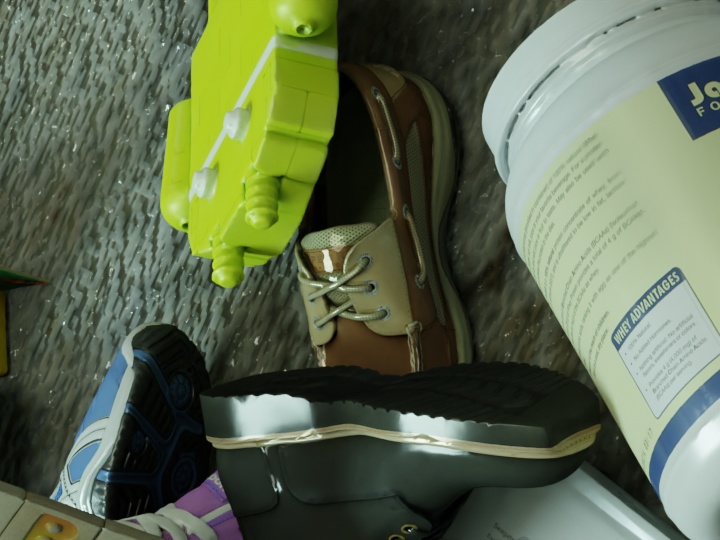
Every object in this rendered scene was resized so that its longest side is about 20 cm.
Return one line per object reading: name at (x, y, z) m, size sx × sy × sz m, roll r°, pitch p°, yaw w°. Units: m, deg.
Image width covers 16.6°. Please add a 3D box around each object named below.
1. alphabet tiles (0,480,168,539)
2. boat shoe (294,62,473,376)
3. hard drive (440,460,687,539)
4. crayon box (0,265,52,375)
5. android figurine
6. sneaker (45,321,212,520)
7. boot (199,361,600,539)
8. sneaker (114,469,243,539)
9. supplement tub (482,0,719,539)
alphabet tiles at (-0.109, 0.160, 1.026) m, size 0.167 × 0.200 × 0.008 m, roll -53°, pitch 23°, yaw 40°
boat shoe at (0.000, 0.000, 1.108) m, size 0.076 × 0.074 × 0.200 m, roll -14°, pitch 70°, yaw 32°
hard drive at (0.063, 0.182, 1.045) m, size 0.132 × 0.026 × 0.200 m, roll 38°, pitch 100°, yaw 36°
crayon box at (-0.273, 0.032, 1.259) m, size 0.200 × 0.127 × 0.051 m, roll -14°, pitch 70°, yaw 32°
android figurine at (-0.049, -0.086, 1.134) m, size 0.182 × 0.041 × 0.200 m, roll 125°, pitch 153°, yaw -50°
sneaker at (-0.128, 0.119, 1.164) m, size 0.077 × 0.076 × 0.200 m, roll 14°, pitch 87°, yaw 37°
boot at (0.024, 0.112, 1.018) m, size 0.200 × 0.077 × 0.138 m, roll -1°, pitch 101°, yaw 49°
sneaker at (-0.110, 0.123, 1.087) m, size 0.073 × 0.200 × 0.114 m, roll 20°, pitch 80°, yaw 58°
supplement tub at (0.144, -0.007, 0.963) m, size 0.145 × 0.145 × 0.200 m, roll -40°, pitch 59°, yaw 20°
